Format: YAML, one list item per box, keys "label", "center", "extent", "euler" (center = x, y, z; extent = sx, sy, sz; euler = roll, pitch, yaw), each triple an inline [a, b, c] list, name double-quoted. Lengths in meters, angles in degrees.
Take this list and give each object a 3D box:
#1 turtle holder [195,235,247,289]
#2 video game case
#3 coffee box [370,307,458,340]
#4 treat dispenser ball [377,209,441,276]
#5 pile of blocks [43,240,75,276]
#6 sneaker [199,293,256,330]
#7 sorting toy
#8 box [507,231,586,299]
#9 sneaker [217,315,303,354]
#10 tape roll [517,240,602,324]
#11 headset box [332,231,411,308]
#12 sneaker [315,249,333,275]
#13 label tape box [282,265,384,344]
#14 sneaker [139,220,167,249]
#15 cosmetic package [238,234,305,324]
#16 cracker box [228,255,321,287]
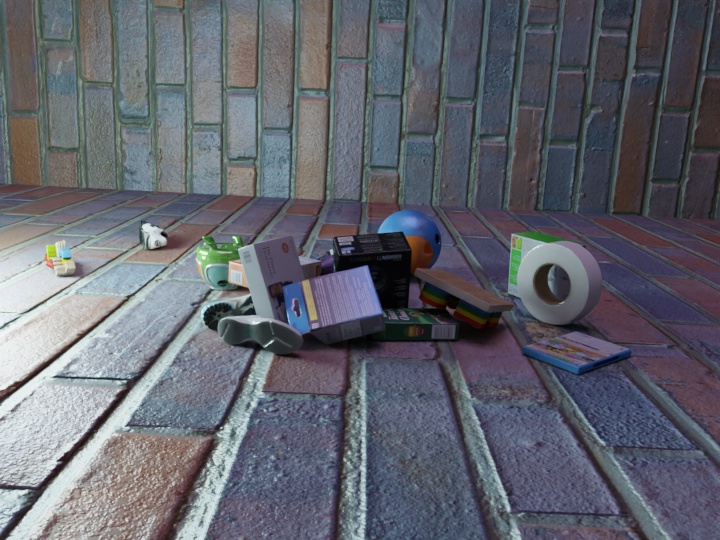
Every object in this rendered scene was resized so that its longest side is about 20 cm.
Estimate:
- label: "turtle holder"
  center: [-0.355, -0.021, 1.891]
  extent: [0.184, 0.133, 0.140]
  euler: [-6, 15, -35]
- label: "video game case"
  center: [0.468, 0.175, 1.495]
  extent: [0.199, 0.018, 0.143]
  euler: [-8, 18, -38]
- label: "coffee box"
  center: [0.114, 0.121, 1.585]
  extent: [0.198, 0.044, 0.123]
  euler: [1, 14, -8]
- label: "treat dispenser ball"
  center: [0.146, -0.083, 2.104]
  extent: [0.199, 0.203, 0.201]
  euler: [3, 13, -1]
- label: "pile of blocks"
  center: [-0.862, -0.038, 1.962]
  extent: [0.062, 0.083, 0.199]
  euler: [-6, 17, -35]
- label: "sneaker"
  center: [-0.275, 0.083, 1.596]
  extent: [0.198, 0.078, 0.086]
  euler: [-4, 12, -27]
- label: "sorting toy"
  center: [0.236, 0.069, 1.632]
  extent: [0.198, 0.070, 0.200]
  euler: [27, 11, 25]
- label: "box"
  center: [0.506, -0.001, 1.894]
  extent: [0.096, 0.178, 0.200]
  euler: [-5, 16, -28]
- label: "sneaker"
  center: [-0.199, 0.123, 1.451]
  extent: [0.199, 0.071, 0.080]
  euler: [9, 15, 27]
- label: "tape roll"
  center: [0.490, 0.030, 1.713]
  extent: [0.070, 0.205, 0.201]
  euler: [-10, 18, -44]
- label: "headset box"
  center: [0.024, 0.021, 1.640]
  extent: [0.172, 0.202, 0.093]
  euler: [-4, 32, -10]
- label: "sneaker"
  center: [-0.108, -0.018, 2.028]
  extent: [0.087, 0.076, 0.200]
  euler: [-14, 1, -10]
- label: "label tape box"
  center: [-0.059, 0.081, 1.509]
  extent: [0.198, 0.066, 0.144]
  euler: [-15, 50, -3]
- label: "sneaker"
  center: [-0.707, -0.118, 2.365]
  extent: [0.088, 0.075, 0.200]
  euler: [-4, 25, -25]
- label: "cosmetic package"
  center: [-0.185, 0.031, 1.559]
  extent: [0.051, 0.202, 0.151]
  euler: [-14, 4, 29]
- label: "cracker box"
  center: [-0.208, 0.003, 1.707]
  extent: [0.133, 0.058, 0.199]
  euler: [12, 15, 33]
